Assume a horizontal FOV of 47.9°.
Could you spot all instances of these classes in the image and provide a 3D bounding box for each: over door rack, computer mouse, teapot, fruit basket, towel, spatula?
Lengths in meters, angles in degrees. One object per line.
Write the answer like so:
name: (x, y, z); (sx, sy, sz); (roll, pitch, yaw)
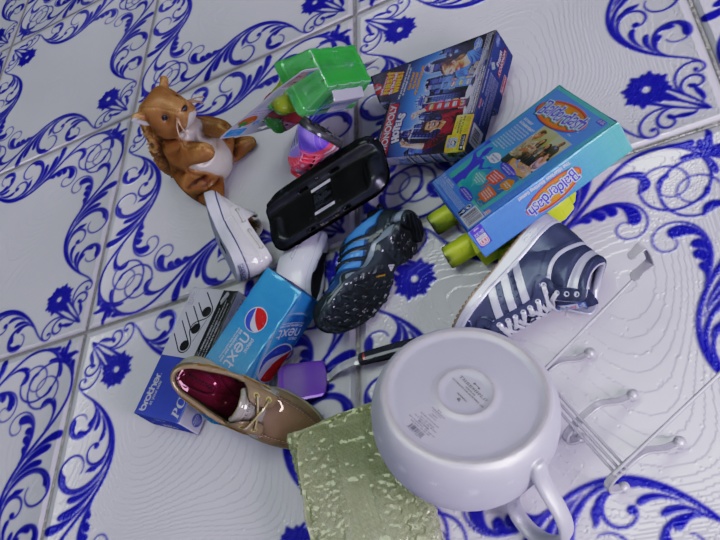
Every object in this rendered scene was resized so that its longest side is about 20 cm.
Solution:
over door rack: (0.272, 0.098, 0.796); (0.200, 0.067, 0.148); (-55, 43, 17)
computer mouse: (-0.080, -0.028, 1.140); (0.109, 0.044, 0.200); (-10, 54, 26)
teapot: (0.107, 0.167, 0.815); (0.197, 0.146, 0.200); (1, 44, 6)
fruit basket: (-0.086, -0.248, 1.200); (0.200, 0.185, 0.094); (-36, 82, 39)
towel: (0.004, 0.238, 0.888); (0.148, 0.037, 0.200); (-21, 49, 2)
spatula: (-0.013, 0.118, 1.009); (0.200, 0.021, 0.057); (-20, 49, 19)

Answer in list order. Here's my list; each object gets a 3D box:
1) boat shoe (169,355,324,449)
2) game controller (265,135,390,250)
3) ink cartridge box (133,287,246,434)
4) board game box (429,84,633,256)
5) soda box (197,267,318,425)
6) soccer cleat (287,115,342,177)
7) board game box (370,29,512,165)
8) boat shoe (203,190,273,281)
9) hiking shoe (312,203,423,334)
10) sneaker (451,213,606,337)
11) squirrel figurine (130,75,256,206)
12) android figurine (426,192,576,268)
boat shoe: (-0.139, 0.164, 0.969); (0.200, 0.066, 0.074); (21, 89, 4)
game controller: (-0.048, -0.106, 1.123); (0.200, 0.042, 0.104); (-30, 56, 22)
ink cartridge box: (-0.230, 0.121, 1.131); (0.094, 0.044, 0.200); (4, 62, 36)
board game box: (0.191, -0.120, 0.946); (0.200, 0.045, 0.152); (-37, 29, 8)
soda box: (-0.140, 0.102, 1.048); (0.068, 0.064, 0.200); (34, 89, 30)
soccer cleat: (-0.072, -0.170, 1.166); (0.073, 0.068, 0.200); (-57, 6, 0)
board game box: (0.096, -0.231, 1.155); (0.200, 0.062, 0.200); (1, 64, 37)
boat shoe: (-0.183, -0.061, 1.224); (0.070, 0.071, 0.200); (-19, 41, -15)
hiking shoe: (0.000, 0.000, 1.059); (0.087, 0.074, 0.200); (17, 60, 47)
sneaker: (0.188, 0.042, 0.901); (0.108, 0.070, 0.200); (38, 94, 30)
squirrel figurine: (-0.301, -0.221, 1.319); (0.200, 0.187, 0.142); (17, 70, 40)
android figurine: (0.184, -0.085, 1.012); (0.200, 0.041, 0.182); (-31, 47, 11)
